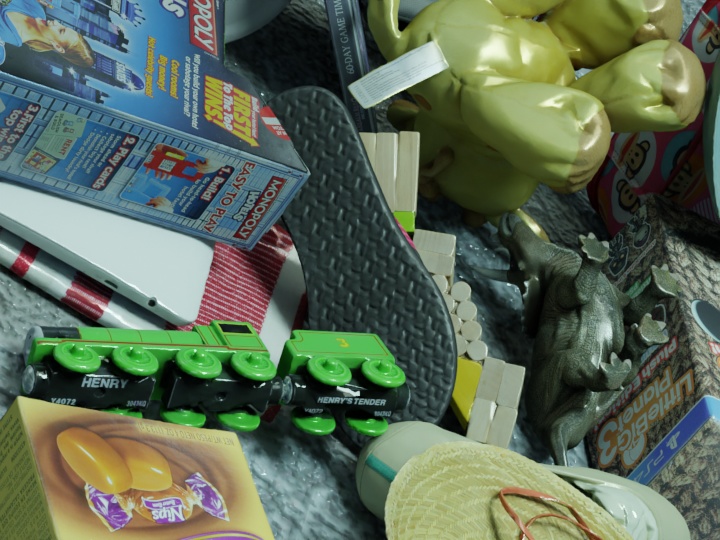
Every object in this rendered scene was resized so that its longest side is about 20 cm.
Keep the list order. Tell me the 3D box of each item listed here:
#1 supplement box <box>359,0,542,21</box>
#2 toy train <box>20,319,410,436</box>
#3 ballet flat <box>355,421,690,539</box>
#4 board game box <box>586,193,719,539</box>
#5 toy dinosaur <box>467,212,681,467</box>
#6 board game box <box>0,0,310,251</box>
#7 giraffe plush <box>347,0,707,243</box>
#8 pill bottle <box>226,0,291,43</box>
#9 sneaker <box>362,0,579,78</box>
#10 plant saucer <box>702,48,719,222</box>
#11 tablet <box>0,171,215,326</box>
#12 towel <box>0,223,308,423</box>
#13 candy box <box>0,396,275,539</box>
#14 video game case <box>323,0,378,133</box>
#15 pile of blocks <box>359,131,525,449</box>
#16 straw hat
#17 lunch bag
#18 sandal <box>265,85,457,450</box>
[{"bbox_3d":[0.047,-0.213,1.525,0.199,0.061,0.109,19,36,-27],"label":"supplement box"},{"bbox_3d":[-0.069,0.048,1.056,0.199,0.042,0.056,5,29,-29],"label":"toy train"},{"bbox_3d":[0.092,0.126,1.110,0.199,0.070,0.070,16,37,-23],"label":"ballet flat"},{"bbox_3d":[0.216,0.077,1.280,0.159,0.097,0.200,24,33,-22],"label":"board game box"},{"bbox_3d":[0.122,0.048,1.231,0.077,0.102,0.201,11,53,-21],"label":"toy dinosaur"},{"bbox_3d":[-0.125,-0.101,1.126,0.199,0.062,0.200,27,33,-22],"label":"board game box"},{"bbox_3d":[0.087,-0.093,1.299,0.199,0.162,0.173,-13,64,-7],"label":"giraffe plush"},{"bbox_3d":[-0.120,-0.236,1.333,0.108,0.109,0.200,-2,48,-47],"label":"pill bottle"},{"bbox_3d":[0.075,-0.127,1.443,0.200,0.085,0.074,51,-14,-9],"label":"sneaker"},{"bbox_3d":[0.249,-0.097,1.306,0.039,0.202,0.200,16,12,41],"label":"plant saucer"},{"bbox_3d":[-0.125,-0.060,1.146,0.130,0.014,0.200,31,33,-14],"label":"tablet"},{"bbox_3d":[-0.114,-0.017,1.135,0.199,0.023,0.144,32,32,-11],"label":"towel"},{"bbox_3d":[-0.081,0.150,0.915,0.116,0.057,0.201,13,40,-37],"label":"candy box"},{"bbox_3d":[-0.016,-0.186,1.325,0.019,0.201,0.143,-9,40,2],"label":"video game case"},{"bbox_3d":[0.025,0.019,1.207,0.062,0.082,0.201,85,-18,-72],"label":"pile of blocks"},{"bbox_3d":[0.066,0.176,1.005,0.201,0.085,0.201,31,27,-18],"label":"straw hat"},{"bbox_3d":[0.261,-0.080,1.432,0.176,0.200,0.082,17,29,-31],"label":"lunch bag"},{"bbox_3d":[0.000,0.000,1.154,0.045,0.075,0.201,46,24,-74],"label":"sandal"}]
